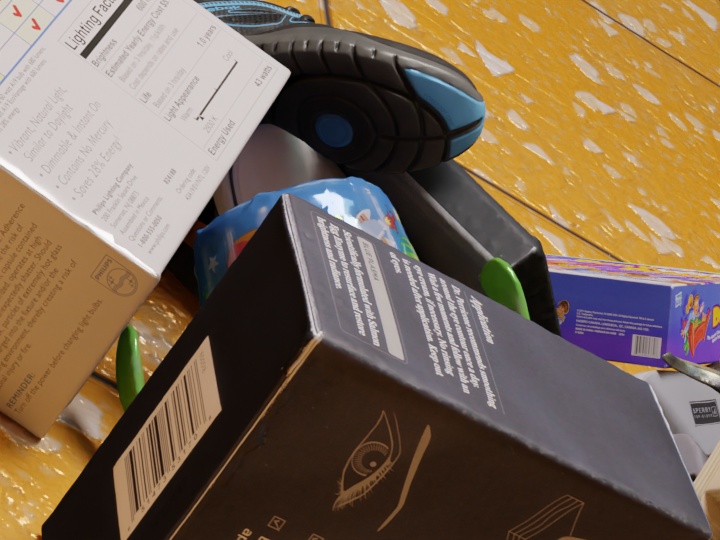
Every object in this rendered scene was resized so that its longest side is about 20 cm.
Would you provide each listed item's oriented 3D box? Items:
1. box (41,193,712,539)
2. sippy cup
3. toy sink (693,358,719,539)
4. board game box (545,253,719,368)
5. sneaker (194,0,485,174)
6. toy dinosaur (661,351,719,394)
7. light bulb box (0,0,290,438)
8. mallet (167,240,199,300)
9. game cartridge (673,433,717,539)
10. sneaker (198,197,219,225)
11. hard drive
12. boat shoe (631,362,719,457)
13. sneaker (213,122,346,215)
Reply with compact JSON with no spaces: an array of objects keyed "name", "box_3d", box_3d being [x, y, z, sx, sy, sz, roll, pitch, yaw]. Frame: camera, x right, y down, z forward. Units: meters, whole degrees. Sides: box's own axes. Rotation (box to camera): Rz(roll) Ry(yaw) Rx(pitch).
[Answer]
[{"name":"box","box_3d":[0.002,0.108,1.111,0.200,0.197,0.118,28,23,-23]},{"name":"sippy cup","box_3d":[-0.017,0.032,1.255,0.178,0.139,0.131,6,64,-53]},{"name":"toy sink","box_3d":[0.244,0.107,1.276,0.130,0.112,0.200,44,-24,-18]},{"name":"board game box","box_3d":[0.115,0.018,1.508,0.199,0.045,0.134,7,5,33]},{"name":"sneaker","box_3d":[-0.030,-0.105,1.341,0.199,0.073,0.082,12,37,14]},{"name":"toy dinosaur","box_3d":[0.228,0.118,1.403,0.200,0.047,0.088,58,21,5]},{"name":"light bulb box","box_3d":[-0.168,-0.067,1.243,0.200,0.125,0.198,36,35,-5]},{"name":"mallet","box_3d":[-0.040,0.030,1.370,0.200,0.066,0.041,50,15,29]},{"name":"game cartridge","box_3d":[0.194,0.185,1.321,0.133,0.041,0.200,47,21,-28]},{"name":"sneaker","box_3d":[-0.104,-0.067,1.411,0.114,0.076,0.199,18,0,44]},{"name":"hard drive","box_3d":[0.032,-0.026,1.406,0.200,0.033,0.140,45,-16,32]},{"name":"boat shoe","box_3d":[0.174,0.086,1.469,0.200,0.056,0.069,11,64,-57]},{"name":"sneaker","box_3d":[0.000,0.000,1.389,0.200,0.073,0.071,52,-26,-21]}]
